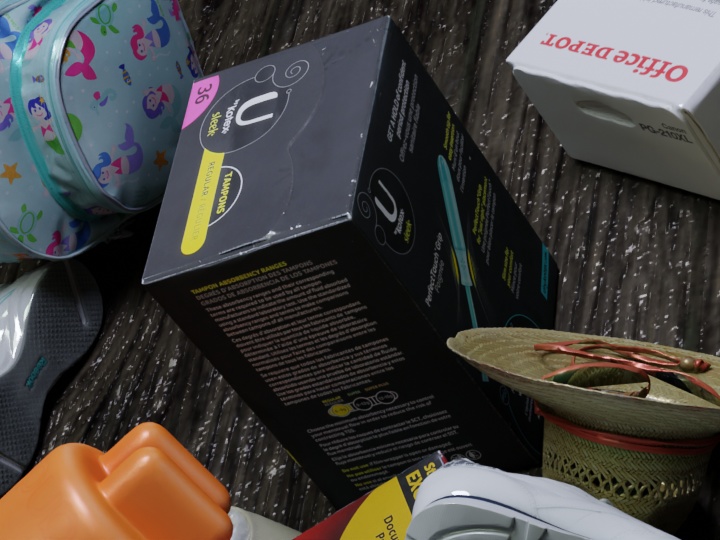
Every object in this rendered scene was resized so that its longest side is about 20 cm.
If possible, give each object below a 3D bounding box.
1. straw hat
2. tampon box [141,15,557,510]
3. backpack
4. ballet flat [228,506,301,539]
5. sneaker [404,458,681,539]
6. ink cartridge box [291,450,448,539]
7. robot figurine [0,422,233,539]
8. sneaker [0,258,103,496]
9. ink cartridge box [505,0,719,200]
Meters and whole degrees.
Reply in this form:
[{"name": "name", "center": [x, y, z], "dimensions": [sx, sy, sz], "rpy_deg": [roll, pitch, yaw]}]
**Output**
[{"name": "straw hat", "center": [0.127, 0.087, 1.228], "dimensions": [0.201, 0.201, 0.085], "rpy_deg": [16, 100, 47]}, {"name": "tampon box", "center": [0.000, 0.000, 1.338], "dimensions": [0.126, 0.200, 0.150], "rpy_deg": [-16, 41, 26]}, {"name": "backpack", "center": [-0.193, -0.098, 1.593], "dimensions": [0.150, 0.178, 0.200], "rpy_deg": [0, 27, 44]}, {"name": "ballet flat", "center": [-0.107, 0.151, 1.378], "dimensions": [0.200, 0.070, 0.070], "rpy_deg": [-3, 49, 38]}, {"name": "sneaker", "center": [0.118, 0.136, 1.145], "dimensions": [0.081, 0.200, 0.077], "rpy_deg": [-59, -7, -70]}, {"name": "ink cartridge box", "center": [0.045, 0.188, 1.197], "dimensions": [0.175, 0.084, 0.200], "rpy_deg": [-32, 37, 6]}, {"name": "robot figurine", "center": [-0.154, 0.168, 1.292], "dimensions": [0.200, 0.117, 0.144], "rpy_deg": [-43, 52, 6]}, {"name": "sneaker", "center": [-0.231, 0.078, 1.566], "dimensions": [0.080, 0.070, 0.200], "rpy_deg": [-10, 37, 39]}, {"name": "ink cartridge box", "center": [0.202, -0.145, 1.422], "dimensions": [0.200, 0.084, 0.145], "rpy_deg": [-49, 38, -17]}]
